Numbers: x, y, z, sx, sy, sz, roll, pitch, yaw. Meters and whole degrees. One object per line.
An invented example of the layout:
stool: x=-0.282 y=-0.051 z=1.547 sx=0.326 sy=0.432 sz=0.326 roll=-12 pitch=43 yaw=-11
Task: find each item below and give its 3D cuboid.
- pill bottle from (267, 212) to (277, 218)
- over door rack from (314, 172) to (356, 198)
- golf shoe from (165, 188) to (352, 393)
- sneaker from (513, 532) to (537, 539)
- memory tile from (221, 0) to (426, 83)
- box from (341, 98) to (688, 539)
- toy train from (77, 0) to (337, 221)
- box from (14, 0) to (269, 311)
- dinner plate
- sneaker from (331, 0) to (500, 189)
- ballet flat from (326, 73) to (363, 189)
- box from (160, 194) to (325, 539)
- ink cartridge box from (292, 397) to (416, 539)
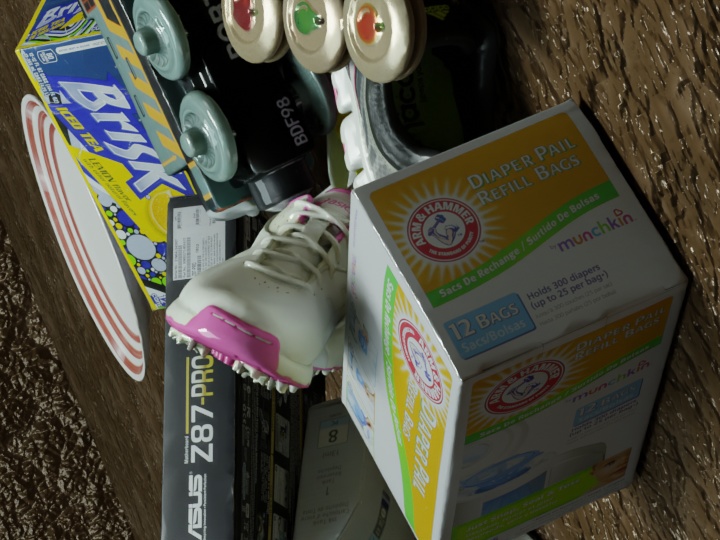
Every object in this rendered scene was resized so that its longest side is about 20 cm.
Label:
pill bottle: x=-0.122 y=-0.094 z=1.663 sx=0.112 sy=0.112 sz=0.201 roll=116 pitch=131 yaw=-73
over door rack: x=0.000 y=0.000 z=1.391 sx=0.148 sy=0.066 sz=0.200 roll=62 pitch=-173 yaw=23
golf shoe: x=-0.034 y=0.002 z=1.180 sx=0.075 sy=0.092 sz=0.200 roll=26 pitch=-173 yaw=5
sneaker: x=0.080 y=0.235 z=1.379 sx=0.200 sy=0.120 sz=0.084 roll=55 pitch=162 yaw=41
memory tile: x=-0.021 y=-0.185 z=1.125 sx=0.153 sy=0.017 sz=0.201 roll=16 pitch=111 yaw=53
box: x=0.062 y=0.033 z=1.140 sx=0.102 sy=0.112 sz=0.200 roll=60 pitch=164 yaw=26
toy train: x=-0.084 y=-0.117 z=1.261 sx=0.201 sy=0.085 sz=0.114 roll=64 pitch=157 yaw=-1
box: x=-0.123 y=-0.074 z=1.506 sx=0.064 sy=0.070 sz=0.200 roll=-72 pitch=-35 yaw=-46
dinner plate: x=-0.174 y=-0.024 z=1.684 sx=0.201 sy=0.024 sz=0.200 roll=60 pitch=165 yaw=27
sneaker: x=0.018 y=-0.116 z=1.166 sx=0.087 sy=0.073 sz=0.201 roll=-18 pitch=88 yaw=63
ballet flat: x=0.024 y=-0.021 z=1.282 sx=0.067 sy=0.067 sz=0.201 roll=-35 pitch=-70 yaw=-60
box: x=-0.061 y=0.074 z=1.432 sx=0.161 sy=0.049 sz=0.201 roll=39 pitch=-133 yaw=-66
ink cartridge box: x=0.015 y=0.194 z=1.439 sx=0.160 sy=0.047 sz=0.201 roll=55 pitch=-150 yaw=-43
